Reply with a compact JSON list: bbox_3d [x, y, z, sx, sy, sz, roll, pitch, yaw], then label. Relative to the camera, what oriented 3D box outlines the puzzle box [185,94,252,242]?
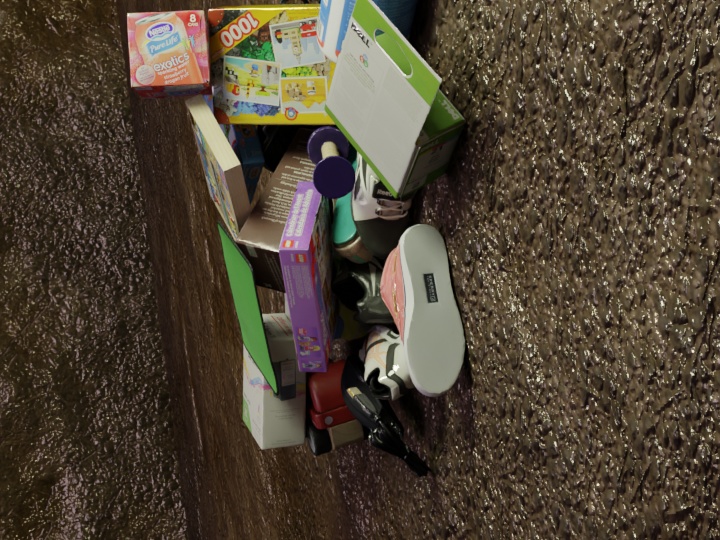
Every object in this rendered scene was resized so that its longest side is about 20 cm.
[{"bbox_3d":[-0.179,-0.118,1.752,0.133,0.025,0.201,58,166,32],"label":"puzzle box"}]

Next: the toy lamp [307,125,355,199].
[{"bbox_3d":[-0.038,-0.139,1.640,0.200,0.058,0.059,-101,9,-73],"label":"toy lamp"}]

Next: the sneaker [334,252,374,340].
[{"bbox_3d":[-0.051,0.006,1.835,0.104,0.076,0.202,-24,68,25],"label":"sneaker"}]

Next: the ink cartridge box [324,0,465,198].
[{"bbox_3d":[0.046,-0.200,1.447,0.148,0.075,0.200,52,150,20],"label":"ink cartridge box"}]

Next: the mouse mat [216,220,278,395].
[{"bbox_3d":[-0.147,0.048,1.739,0.161,0.007,0.201,-132,27,-58],"label":"mouse mat"}]

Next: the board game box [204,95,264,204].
[{"bbox_3d":[-0.186,-0.198,1.884,0.152,0.036,0.201,117,139,-60],"label":"board game box"}]

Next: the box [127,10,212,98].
[{"bbox_3d":[-0.247,-0.281,1.753,0.200,0.102,0.096,-140,47,-85],"label":"box"}]

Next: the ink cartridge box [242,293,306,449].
[{"bbox_3d":[-0.121,0.133,1.855,0.117,0.067,0.202,-141,50,-66],"label":"ink cartridge box"}]

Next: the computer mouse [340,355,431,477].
[{"bbox_3d":[0.006,0.175,1.675,0.140,0.046,0.200,46,-172,-49],"label":"computer mouse"}]

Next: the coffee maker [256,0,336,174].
[{"bbox_3d":[-0.101,-0.260,1.870,0.201,0.134,0.193,-117,28,-47],"label":"coffee maker"}]

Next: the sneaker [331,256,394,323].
[{"bbox_3d":[0.000,0.000,1.711,0.201,0.090,0.067,-116,27,-47],"label":"sneaker"}]

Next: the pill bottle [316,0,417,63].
[{"bbox_3d":[0.016,-0.335,1.511,0.201,0.111,0.113,104,154,-46],"label":"pill bottle"}]

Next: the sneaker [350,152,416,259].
[{"bbox_3d":[0.032,-0.111,1.599,0.088,0.073,0.202,-161,66,-72],"label":"sneaker"}]

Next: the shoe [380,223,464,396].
[{"bbox_3d":[0.070,0.054,1.552,0.091,0.071,0.202,129,137,-68],"label":"shoe"}]

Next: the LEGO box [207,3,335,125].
[{"bbox_3d":[-0.088,-0.265,1.713,0.077,0.198,0.150,-39,-52,-69],"label":"LEGO box"}]

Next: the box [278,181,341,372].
[{"bbox_3d":[-0.061,0.009,1.670,0.137,0.039,0.201,-79,-14,-50],"label":"box"}]

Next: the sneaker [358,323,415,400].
[{"bbox_3d":[0.028,0.117,1.653,0.074,0.080,0.200,52,166,-8],"label":"sneaker"}]

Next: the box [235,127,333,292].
[{"bbox_3d":[-0.082,-0.079,1.761,0.201,0.074,0.100,-62,-27,-27],"label":"box"}]

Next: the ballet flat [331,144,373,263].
[{"bbox_3d":[-0.002,-0.092,1.710,0.068,0.067,0.201,-16,50,31],"label":"ballet flat"}]

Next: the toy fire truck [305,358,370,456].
[{"bbox_3d":[-0.044,0.132,1.890,0.176,0.128,0.202,-141,37,-66],"label":"toy fire truck"}]
